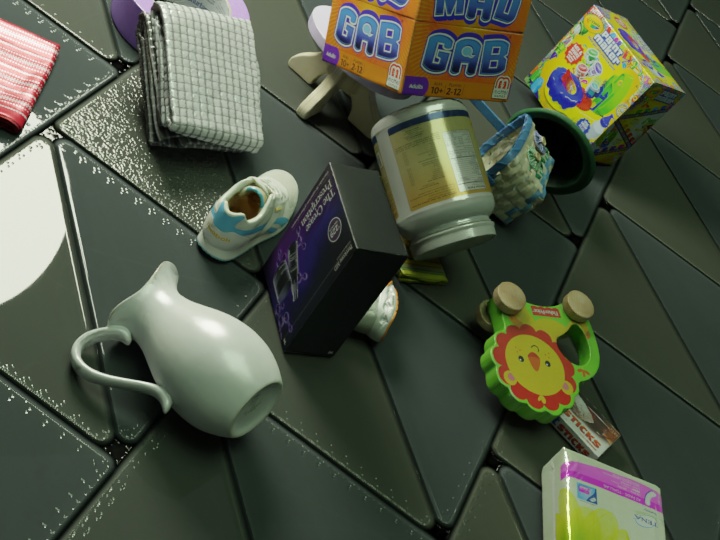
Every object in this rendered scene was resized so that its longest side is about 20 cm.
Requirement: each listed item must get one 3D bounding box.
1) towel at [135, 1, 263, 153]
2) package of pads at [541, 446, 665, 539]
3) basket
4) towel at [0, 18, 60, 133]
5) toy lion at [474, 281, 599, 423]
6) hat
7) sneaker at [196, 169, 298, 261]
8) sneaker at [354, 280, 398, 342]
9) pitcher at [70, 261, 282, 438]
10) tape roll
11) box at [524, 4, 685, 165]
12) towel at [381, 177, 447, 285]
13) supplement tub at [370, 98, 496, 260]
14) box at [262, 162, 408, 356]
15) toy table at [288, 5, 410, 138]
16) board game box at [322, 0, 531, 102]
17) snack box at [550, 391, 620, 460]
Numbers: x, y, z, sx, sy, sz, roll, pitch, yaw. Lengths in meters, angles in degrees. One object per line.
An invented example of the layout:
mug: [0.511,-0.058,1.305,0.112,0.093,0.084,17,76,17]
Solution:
towel: [-0.220,-0.258,1.546,0.165,0.085,0.201,5,72,-43]
package of pads: [0.305,0.335,1.392,0.154,0.068,0.200,24,41,-13]
basket: [0.210,-0.191,1.785,0.200,0.139,0.177,39,39,-12]
towel: [-0.480,-0.266,1.450,0.144,0.023,0.200,24,41,-16]
toy lion: [0.248,0.117,1.538,0.199,0.069,0.192,6,55,-30]
hat: [0.350,-0.239,1.891,0.176,0.200,0.166,-43,111,-33]
sneaker: [-0.133,-0.086,1.478,0.076,0.081,0.200,37,38,3]
sneaker: [0.000,0.000,1.499,0.092,0.076,0.200,17,41,-15]
pitcher: [-0.200,0.104,1.229,0.200,0.121,0.171,39,58,20]
tape roll: [-0.270,-0.387,1.688,0.199,0.066,0.201,19,43,-19]
box: [0.442,-0.335,2.040,0.122,0.193,0.200,5,47,-47]
towel: [0.063,-0.061,1.649,0.086,0.018,0.201,9,46,-35]
supplement tub: [0.106,-0.126,1.581,0.144,0.144,0.201,-10,81,-41]
box: [-0.036,-0.010,1.378,0.079,0.200,0.142,6,47,-32]
toy table: [-0.019,-0.305,1.749,0.184,0.117,0.200,-21,64,-45]
board game box: [0.096,-0.365,1.587,0.199,0.201,0.200,-3,24,-37]
snack box: [0.270,0.175,1.557,0.200,0.024,0.072,47,42,14]
